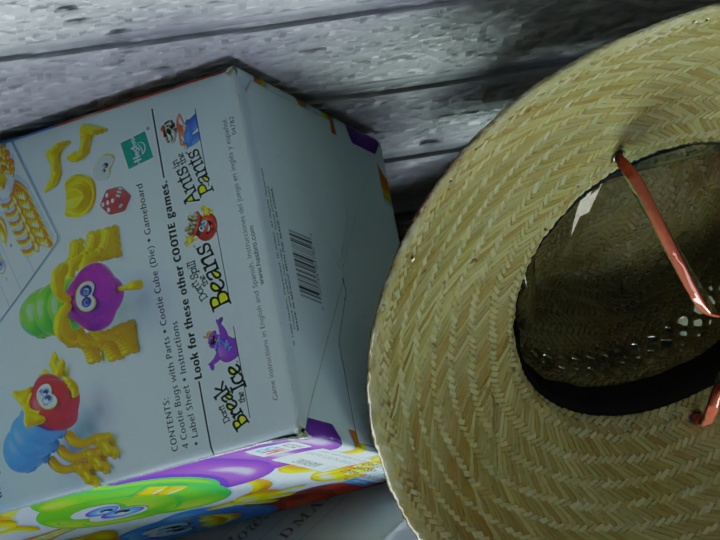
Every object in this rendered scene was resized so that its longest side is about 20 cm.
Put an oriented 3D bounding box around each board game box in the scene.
[{"bbox_3d":[-0.094,0.028,0.831,0.200,0.105,0.103,-16,165,20],"label":"board game box"}]

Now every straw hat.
[{"bbox_3d":[0.080,-0.005,0.832,0.201,0.201,0.085,-5,-151,-21],"label":"straw hat"}]

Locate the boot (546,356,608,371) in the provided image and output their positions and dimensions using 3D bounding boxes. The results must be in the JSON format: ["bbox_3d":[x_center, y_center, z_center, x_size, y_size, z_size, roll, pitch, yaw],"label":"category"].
[{"bbox_3d":[0.120,0.072,1.078,0.200,0.132,0.070,-10,128,-50],"label":"boot"}]

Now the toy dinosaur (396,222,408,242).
[{"bbox_3d":[0.000,0.000,0.918,0.200,0.047,0.088,-19,170,40],"label":"toy dinosaur"}]

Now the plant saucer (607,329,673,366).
[{"bbox_3d":[0.150,0.063,1.022,0.019,0.200,0.070,-59,150,10],"label":"plant saucer"}]

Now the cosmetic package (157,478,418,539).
[{"bbox_3d":[-0.052,0.151,0.914,0.165,0.165,0.200,-41,-150,-23],"label":"cosmetic package"}]

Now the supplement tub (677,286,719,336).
[{"bbox_3d":[0.190,0.015,0.954,0.122,0.123,0.200,-17,163,23],"label":"supplement tub"}]
